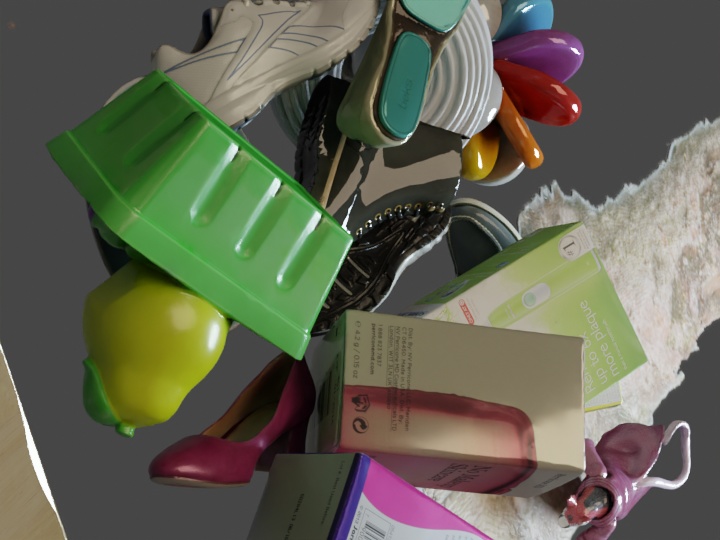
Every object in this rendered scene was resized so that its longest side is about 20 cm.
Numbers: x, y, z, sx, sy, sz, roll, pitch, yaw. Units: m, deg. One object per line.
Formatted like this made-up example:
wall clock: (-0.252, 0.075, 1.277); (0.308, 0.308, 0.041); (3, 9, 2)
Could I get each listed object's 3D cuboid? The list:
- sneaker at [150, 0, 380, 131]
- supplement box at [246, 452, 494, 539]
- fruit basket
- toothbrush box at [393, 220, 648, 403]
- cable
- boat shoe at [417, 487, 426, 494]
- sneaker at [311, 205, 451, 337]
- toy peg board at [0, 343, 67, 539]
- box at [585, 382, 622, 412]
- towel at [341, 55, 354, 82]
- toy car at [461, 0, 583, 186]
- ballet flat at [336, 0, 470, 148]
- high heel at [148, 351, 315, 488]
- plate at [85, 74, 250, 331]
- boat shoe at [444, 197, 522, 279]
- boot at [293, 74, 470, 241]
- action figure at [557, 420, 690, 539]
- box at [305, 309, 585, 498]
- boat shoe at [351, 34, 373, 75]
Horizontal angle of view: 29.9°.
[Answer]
sneaker: (-0.069, -0.173, 1.018); (0.199, 0.074, 0.088); (-35, 101, -24)
supplement box: (0.019, 0.221, 0.988); (0.199, 0.103, 0.102); (37, 61, -33)
fruit basket: (-0.127, 0.002, 0.910); (0.213, 0.156, 0.218); (-16, 125, -24)
toothbrush box: (0.137, 0.067, 1.218); (0.199, 0.086, 0.147); (-29, 97, -18)
cable: (0.019, -0.171, 1.133); (0.198, 0.069, 0.202); (21, 104, -19)
boat shoe: (-0.011, 0.206, 1.075); (0.200, 0.070, 0.070); (-38, 112, -51)
sneaker: (0.000, 0.000, 1.152); (0.074, 0.079, 0.200); (47, 55, 7)
toy peg board: (-0.272, 0.153, 0.735); (0.200, 0.097, 0.201); (-46, 133, -49)
box: (0.149, 0.089, 1.290); (0.198, 0.048, 0.119); (-8, 89, -23)
towel: (-0.015, -0.232, 1.234); (0.200, 0.034, 0.134); (42, 50, -41)
toy car: (0.144, -0.189, 1.318); (0.175, 0.148, 0.203); (40, 48, -61)
ballet flat: (0.034, -0.184, 1.051); (0.069, 0.069, 0.202); (41, 64, -39)
high heel: (-0.095, 0.106, 0.992); (0.200, 0.067, 0.098); (4, 86, -69)
plate: (-0.138, -0.047, 1.015); (0.199, 0.025, 0.203); (20, 64, -49)
boat shoe: (0.133, 0.020, 1.330); (0.201, 0.072, 0.062); (62, 34, -29)
boot: (0.010, -0.039, 1.080); (0.137, 0.077, 0.203); (16, 87, -20)
action figure: (0.257, 0.234, 1.385); (0.200, 0.147, 0.136); (-14, 98, -68)
box: (0.065, 0.110, 1.069); (0.197, 0.128, 0.110); (7, 70, -12)
boat shoe: (0.011, -0.235, 1.188); (0.068, 0.071, 0.202); (-97, 167, -65)
